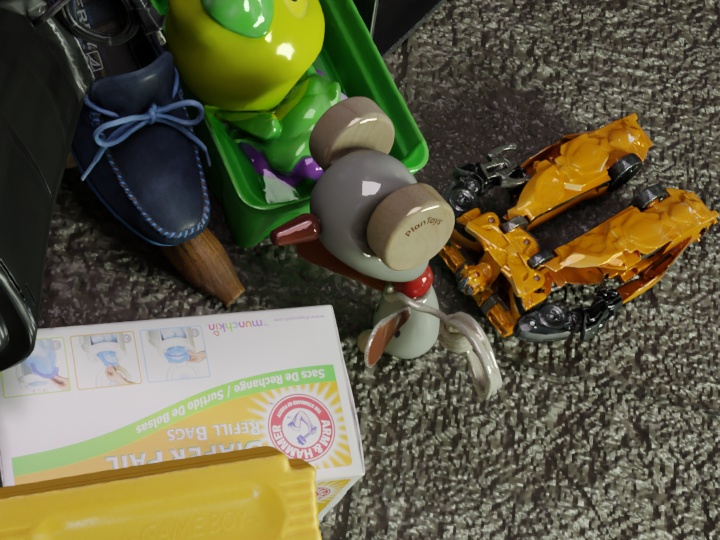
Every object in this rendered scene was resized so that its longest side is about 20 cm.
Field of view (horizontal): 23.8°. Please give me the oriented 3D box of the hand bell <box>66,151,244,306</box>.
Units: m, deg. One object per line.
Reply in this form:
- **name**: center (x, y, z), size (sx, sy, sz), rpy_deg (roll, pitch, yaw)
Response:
- **hand bell**: center (-0.143, -0.058, 1.076), size (0.200, 0.104, 0.104), rpy_deg (47, 57, -1)

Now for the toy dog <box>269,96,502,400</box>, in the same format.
- **toy dog**: center (0.000, 0.000, 1.007), size (0.096, 0.201, 0.132), rpy_deg (-27, 35, -11)

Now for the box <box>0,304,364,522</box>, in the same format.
- **box**: center (-0.111, 0.092, 0.960), size (0.198, 0.113, 0.102), rpy_deg (-4, 68, -20)

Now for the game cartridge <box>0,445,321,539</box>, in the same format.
- **game cartridge**: center (-0.101, 0.200, 0.884), size (0.175, 0.032, 0.202), rpy_deg (-7, 101, -21)

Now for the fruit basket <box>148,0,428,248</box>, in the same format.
- **fruit basket**: center (-0.056, -0.137, 1.067), size (0.154, 0.216, 0.217), rpy_deg (-15, 65, -25)

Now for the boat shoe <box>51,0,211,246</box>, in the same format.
- **boat shoe**: center (-0.145, -0.107, 1.007), size (0.084, 0.069, 0.201), rpy_deg (-34, 99, -29)

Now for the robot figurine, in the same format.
- **robot figurine**: center (0.139, -0.025, 1.145), size (0.199, 0.058, 0.145), rpy_deg (-27, 70, -29)

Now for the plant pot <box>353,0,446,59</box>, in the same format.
- **plant pot**: center (0.002, -0.303, 1.200), size (0.177, 0.200, 0.200), rpy_deg (33, 56, 18)

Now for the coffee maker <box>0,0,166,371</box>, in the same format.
- **coffee maker**: center (-0.210, -0.055, 0.886), size (0.134, 0.192, 0.201), rpy_deg (37, 32, -30)
